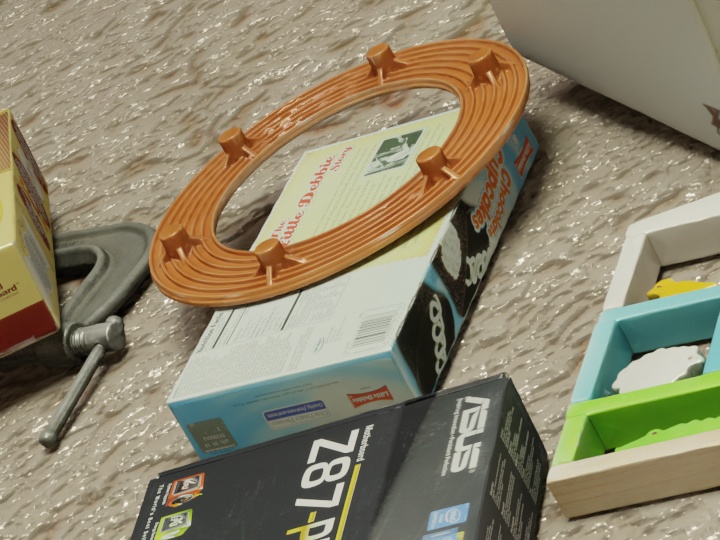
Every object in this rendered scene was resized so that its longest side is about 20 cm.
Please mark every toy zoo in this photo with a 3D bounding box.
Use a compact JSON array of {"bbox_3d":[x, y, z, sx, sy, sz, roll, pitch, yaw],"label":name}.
[{"bbox_3d":[0.154,0.013,1.126,0.131,0.020,0.200,-14,30,28],"label":"toy zoo"}]

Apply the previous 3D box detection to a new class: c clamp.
[{"bbox_3d":[-0.183,0.028,1.435,0.200,0.027,0.171,-6,35,39],"label":"c clamp"}]

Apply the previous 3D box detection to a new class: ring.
[{"bbox_3d":[-0.014,-0.052,1.331,0.200,0.019,0.201,-25,24,12],"label":"ring"}]

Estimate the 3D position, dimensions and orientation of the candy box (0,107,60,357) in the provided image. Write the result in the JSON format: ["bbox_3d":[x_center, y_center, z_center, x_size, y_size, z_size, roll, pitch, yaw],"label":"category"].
[{"bbox_3d":[-0.215,-0.006,1.442,0.115,0.055,0.200,-24,23,2],"label":"candy box"}]

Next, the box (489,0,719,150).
[{"bbox_3d":[0.148,-0.189,1.269,0.171,0.200,0.199,-39,35,-14],"label":"box"}]

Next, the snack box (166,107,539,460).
[{"bbox_3d":[0.000,0.000,1.286,0.116,0.037,0.200,-14,30,29],"label":"snack box"}]

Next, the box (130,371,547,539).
[{"bbox_3d":[-0.020,0.131,1.062,0.161,0.049,0.200,-16,29,20],"label":"box"}]
